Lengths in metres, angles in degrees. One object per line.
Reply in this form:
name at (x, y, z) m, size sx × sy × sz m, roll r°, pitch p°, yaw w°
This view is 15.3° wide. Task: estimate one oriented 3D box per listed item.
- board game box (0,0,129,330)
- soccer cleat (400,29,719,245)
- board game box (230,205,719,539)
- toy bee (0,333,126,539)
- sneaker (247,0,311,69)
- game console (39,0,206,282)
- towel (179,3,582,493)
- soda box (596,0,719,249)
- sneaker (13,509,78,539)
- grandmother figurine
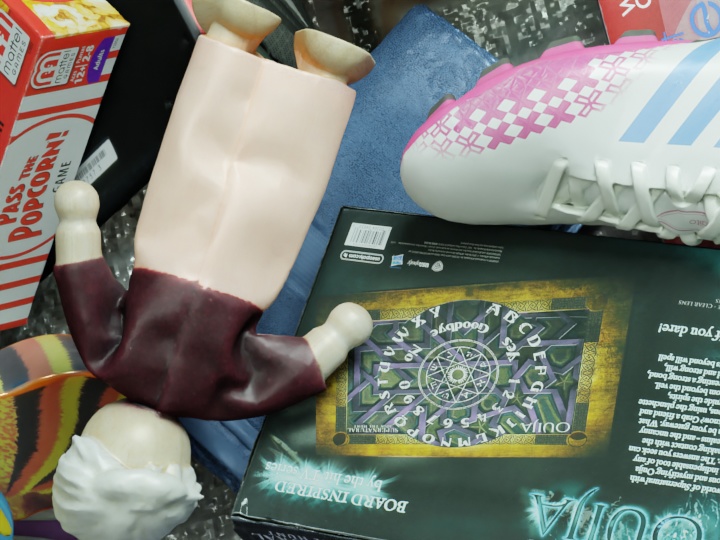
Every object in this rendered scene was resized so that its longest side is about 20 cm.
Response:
board game box at (-0.187, -0.092, 1.077) m, size 0.200 × 0.046 × 0.152 m, roll 44°, pitch 128°, yaw 29°
soccer cleat at (0.111, -0.040, 0.939) m, size 0.200 × 0.070 × 0.086 m, roll -15°, pitch 59°, yaw 11°
board game box at (0.064, 0.049, 0.951) m, size 0.200 × 0.028 × 0.135 m, roll 8°, pitch 63°, yaw 27°
toy bee at (-0.170, 0.068, 0.990) m, size 0.200 × 0.109 × 0.131 m, roll -35°, pitch 34°, yaw -26°
sneaker at (-0.050, -0.166, 1.075) m, size 0.084 × 0.077 × 0.200 m, roll -19°, pitch 79°, yaw 13°
game console at (-0.131, -0.101, 1.074) m, size 0.200 × 0.031 × 0.177 m, roll -39°, pitch 73°, yaw 45°
towel at (0.000, 0.000, 1.054) m, size 0.112 × 0.049 × 0.200 m, roll 42°, pitch 96°, yaw 20°
soda box at (0.136, -0.067, 1.013) m, size 0.070 × 0.063 × 0.200 m, roll -17°, pitch 76°, yaw 14°
sneaker at (-0.199, 0.063, 1.103) m, size 0.200 × 0.075 × 0.100 m, roll 3°, pitch 76°, yaw 10°
grandmother figurine at (-0.056, 0.007, 0.959) m, size 0.121 × 0.061 × 0.200 m, roll 22°, pitch 88°, yaw 4°
